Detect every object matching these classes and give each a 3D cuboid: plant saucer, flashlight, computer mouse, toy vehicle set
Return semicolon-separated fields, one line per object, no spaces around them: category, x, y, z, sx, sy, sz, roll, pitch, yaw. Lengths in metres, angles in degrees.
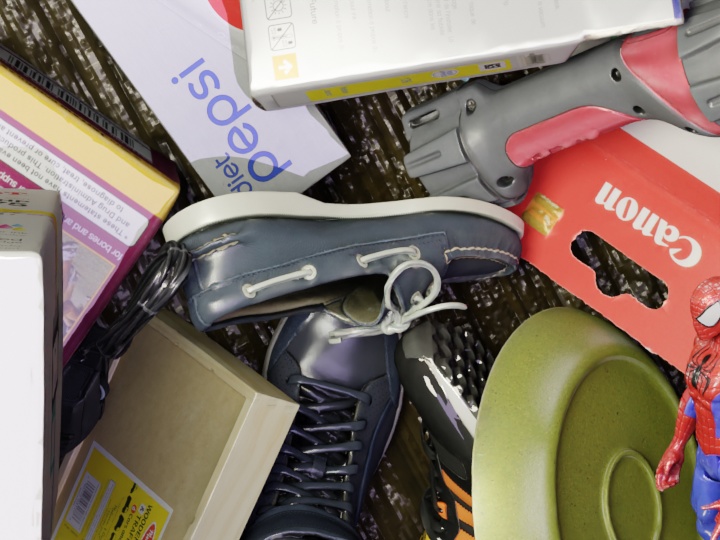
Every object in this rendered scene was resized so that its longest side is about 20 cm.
plant saucer;0.121;0.115;1.148;0.031;0.200;0.201;-10;105;36
flashlight;0.113;-0.072;1.118;0.068;0.199;0.068;23;56;-40
computer mouse;-0.117;0.041;1.112;0.034;0.200;0.059;34;57;-10
toy vehicle set;-0.111;0.128;1.150;0.026;0.124;0.201;19;99;-38

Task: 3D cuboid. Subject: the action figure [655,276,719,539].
action figure;0.169;0.096;1.100;0.051;0.065;0.201;-12;113;-18

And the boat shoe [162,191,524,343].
boat shoe;0.000;0.000;1.122;0.199;0.075;0.062;2;67;-41

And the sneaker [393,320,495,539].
sneaker;0.056;0.116;1.177;0.090;0.070;0.200;-28;120;18

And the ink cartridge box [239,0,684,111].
ink cartridge box;0.037;-0.187;1.090;0.199;0.047;0.199;-8;81;5

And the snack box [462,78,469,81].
snack box;0.053;-0.208;1.151;0.116;0.037;0.201;30;95;-10

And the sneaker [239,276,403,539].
sneaker;-0.018;0.105;1.146;0.076;0.146;0.203;12;97;-7

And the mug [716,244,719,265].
mug;0.245;0.063;1.128;0.177;0.134;0.200;-31;58;-9

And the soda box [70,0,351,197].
soda box;-0.089;-0.118;1.138;0.068;0.063;0.200;-35;102;0

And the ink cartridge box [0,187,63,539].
ink cartridge box;-0.199;0.048;0.981;0.146;0.200;0.147;1;99;-6

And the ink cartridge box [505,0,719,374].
ink cartridge box;0.159;-0.070;1.136;0.161;0.050;0.200;37;94;33

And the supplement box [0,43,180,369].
supplement box;-0.192;0.001;1.127;0.131;0.103;0.200;35;94;-11
